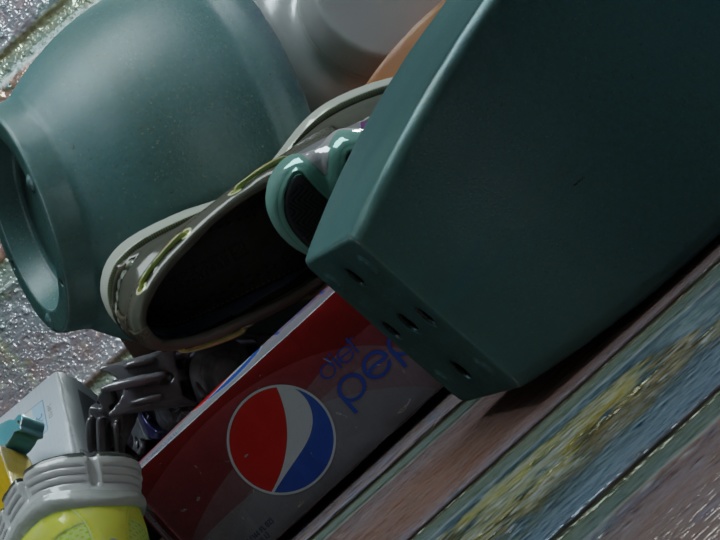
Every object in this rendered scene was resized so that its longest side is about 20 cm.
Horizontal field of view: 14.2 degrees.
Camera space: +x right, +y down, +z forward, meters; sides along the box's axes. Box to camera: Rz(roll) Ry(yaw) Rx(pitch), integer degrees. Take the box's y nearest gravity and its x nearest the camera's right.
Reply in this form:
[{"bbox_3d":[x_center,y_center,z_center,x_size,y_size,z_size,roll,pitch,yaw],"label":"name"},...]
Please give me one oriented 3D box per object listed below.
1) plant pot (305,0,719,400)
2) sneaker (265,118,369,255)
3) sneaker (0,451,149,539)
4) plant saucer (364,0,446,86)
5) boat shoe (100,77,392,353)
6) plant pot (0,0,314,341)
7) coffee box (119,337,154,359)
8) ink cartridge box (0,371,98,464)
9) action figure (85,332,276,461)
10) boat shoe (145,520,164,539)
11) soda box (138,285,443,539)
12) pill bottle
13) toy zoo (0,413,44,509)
[{"bbox_3d":[0.079,-0.053,1.158,0.200,0.141,0.141,-50,6,-13],"label":"plant pot"},{"bbox_3d":[0.042,-0.063,1.300,0.200,0.078,0.140,-8,28,-14],"label":"sneaker"},{"bbox_3d":[-0.140,0.168,1.286,0.078,0.090,0.200,-5,-35,-23],"label":"sneaker"},{"bbox_3d":[0.065,-0.064,1.471,0.200,0.032,0.200,-30,-38,-27],"label":"plant saucer"},{"bbox_3d":[-0.027,-0.024,1.363,0.202,0.072,0.060,-32,21,-6],"label":"boat shoe"},{"bbox_3d":[-0.113,-0.045,1.462,0.134,0.200,0.200,-20,-3,-20],"label":"plant pot"},{"bbox_3d":[-0.074,-0.017,1.698,0.113,0.080,0.200,-37,-8,18],"label":"coffee box"},{"bbox_3d":[-0.204,0.168,1.509,0.200,0.047,0.160,-38,37,14],"label":"ink cartridge box"},{"bbox_3d":[-0.075,0.070,1.450,0.130,0.069,0.200,2,-10,-9],"label":"action figure"},{"bbox_3d":[-0.127,0.129,1.601,0.199,0.066,0.075,-43,3,-27],"label":"boat shoe"},{"bbox_3d":[-0.016,0.055,1.327,0.200,0.070,0.063,-42,2,-11],"label":"soda box"},{"bbox_3d":[-0.013,-0.107,1.516,0.111,0.111,0.200,-43,-3,-26],"label":"pill bottle"},{"bbox_3d":[-0.214,0.163,1.482,0.200,0.020,0.131,-63,29,8],"label":"toy zoo"}]
